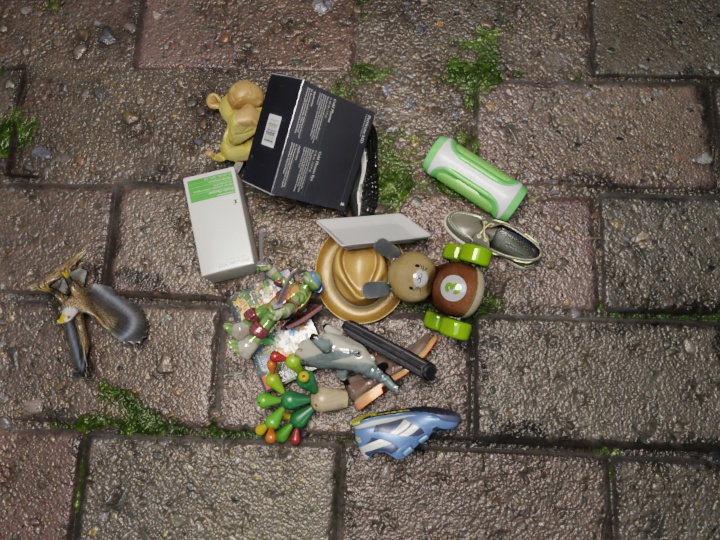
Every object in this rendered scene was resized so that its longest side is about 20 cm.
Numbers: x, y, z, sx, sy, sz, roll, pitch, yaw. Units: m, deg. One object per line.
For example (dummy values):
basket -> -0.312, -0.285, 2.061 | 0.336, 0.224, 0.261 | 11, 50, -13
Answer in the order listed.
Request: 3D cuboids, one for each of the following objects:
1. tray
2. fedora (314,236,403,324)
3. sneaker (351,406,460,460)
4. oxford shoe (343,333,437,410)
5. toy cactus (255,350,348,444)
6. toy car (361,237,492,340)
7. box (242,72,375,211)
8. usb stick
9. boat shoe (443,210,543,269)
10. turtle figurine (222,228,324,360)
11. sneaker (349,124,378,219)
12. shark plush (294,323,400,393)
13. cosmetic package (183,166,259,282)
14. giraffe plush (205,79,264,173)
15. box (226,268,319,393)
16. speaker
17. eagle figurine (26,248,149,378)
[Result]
tray -> 0.024, -0.072, 0.972 | 0.199, 0.022, 0.107 | -8, 34, -31
fedora -> 0.000, 0.000, 0.995 | 0.199, 0.082, 0.202 | 0, 80, 3
sneaker -> 0.086, 0.296, 0.945 | 0.199, 0.074, 0.083 | -10, 81, 8
oxford shoe -> 0.056, 0.174, 0.968 | 0.200, 0.071, 0.073 | -37, 75, -5
toy cactus -> -0.103, 0.235, 0.931 | 0.164, 0.102, 0.201 | 3, 107, -14
toy car -> 0.107, 0.016, 0.930 | 0.199, 0.158, 0.165 | 16, 90, -14
box -> -0.094, -0.229, 0.955 | 0.104, 0.181, 0.201 | 28, 104, 42
usb stick -> 0.048, 0.141, 0.930 | 0.199, 0.055, 0.033 | 25, 85, 36
boat shoe -> 0.259, -0.067, 1.010 | 0.201, 0.060, 0.072 | 27, 81, 7
turtle figurine -> -0.174, 0.046, 0.915 | 0.194, 0.200, 0.144 | -46, 66, 2
sneaker -> -0.015, -0.196, 1.051 | 0.087, 0.076, 0.201 | -2, 82, 26
shark plush -> -0.021, 0.168, 0.945 | 0.199, 0.091, 0.084 | 21, 102, -2
cosmetic package -> -0.271, -0.087, 1.021 | 0.107, 0.085, 0.201 | -15, 78, -3
giraffe plush -> -0.225, -0.305, 1.044 | 0.199, 0.172, 0.163 | -27, 65, 32
box -> -0.158, 0.116, 1.001 | 0.136, 0.038, 0.201 | -25, 79, -3
speaker -> 0.224, -0.181, 1.020 | 0.199, 0.088, 0.089 | 35, 82, 8
eagle figurine -> -0.530, 0.084, 0.993 | 0.151, 0.151, 0.201 | -19, 114, 37
